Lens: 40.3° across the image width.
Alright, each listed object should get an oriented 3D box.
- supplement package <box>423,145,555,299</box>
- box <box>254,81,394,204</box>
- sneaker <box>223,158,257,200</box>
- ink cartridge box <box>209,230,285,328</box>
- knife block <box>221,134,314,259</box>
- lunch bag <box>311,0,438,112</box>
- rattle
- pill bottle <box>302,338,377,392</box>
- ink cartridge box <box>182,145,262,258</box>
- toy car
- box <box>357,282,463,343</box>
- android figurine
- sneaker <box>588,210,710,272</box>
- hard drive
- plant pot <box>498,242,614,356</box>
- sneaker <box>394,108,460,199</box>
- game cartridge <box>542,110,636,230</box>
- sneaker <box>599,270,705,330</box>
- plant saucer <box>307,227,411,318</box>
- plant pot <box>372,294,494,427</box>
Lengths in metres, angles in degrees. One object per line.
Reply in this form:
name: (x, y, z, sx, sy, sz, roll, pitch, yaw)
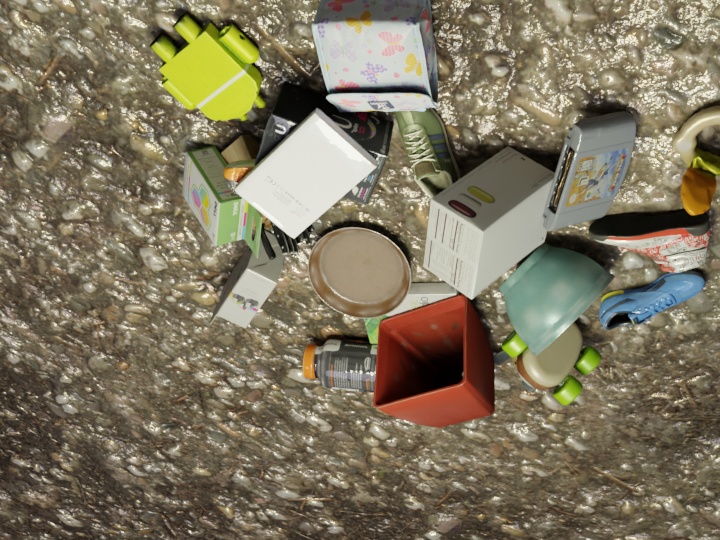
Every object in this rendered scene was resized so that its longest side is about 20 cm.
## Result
supplement package: (0.215, -0.081, 1.620, 0.111, 0.200, 0.156, 35, 144, 28)
box: (-0.058, -0.210, 1.619, 0.200, 0.122, 0.106, 19, 126, -7)
sneaker: (-0.145, -0.168, 1.669, 0.200, 0.092, 0.076, 2, 131, -31)
ink cartridge box: (-0.217, 0.028, 1.903, 0.068, 0.115, 0.200, 27, 135, -13)
knife block: (-0.166, -0.116, 1.706, 0.200, 0.176, 0.064, 38, 130, -23)
lunch bag: (0.030, -0.320, 1.498, 0.169, 0.127, 0.200, 3, 141, 13)
rattle: (0.577, -0.192, 1.493, 0.200, 0.143, 0.130, -24, 107, 39)
pill bottle: (-0.017, 0.197, 2.031, 0.200, 0.106, 0.106, 5, 135, 8)
ink cartridge box: (-0.245, -0.115, 1.717, 0.059, 0.200, 0.104, -17, 143, -27)
toy car: (0.336, 0.179, 1.916, 0.164, 0.158, 0.200, 43, 149, -2)
box: (0.103, 0.086, 1.944, 0.200, 0.036, 0.144, -1, 134, 16)
android figurine: (-0.244, -0.326, 1.612, 0.182, 0.041, 0.200, -30, 121, 35)
sneaker: (0.502, -0.042, 1.704, 0.201, 0.067, 0.108, -5, 130, 14)
hard drive: (-0.089, -0.152, 1.572, 0.132, 0.025, 0.200, 40, 121, -20)
plant pot: (0.334, 0.035, 1.750, 0.134, 0.200, 0.200, 45, 133, 6)
sneaker: (0.112, -0.192, 1.628, 0.067, 0.090, 0.200, -13, 130, 25)
game cartridge: (0.374, -0.159, 1.587, 0.133, 0.042, 0.200, -12, 133, -23)
sneaker: (0.535, 0.062, 1.794, 0.200, 0.079, 0.066, -20, 125, 27)
plant saucer: (0.000, 0.000, 1.861, 0.200, 0.032, 0.200, 7, 122, 11)
plant pot: (0.160, 0.195, 1.891, 0.200, 0.200, 0.176, -20, 137, 30)
